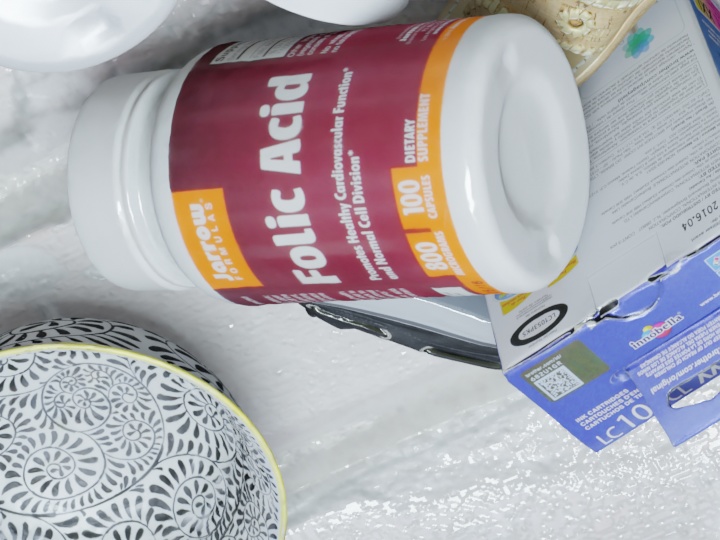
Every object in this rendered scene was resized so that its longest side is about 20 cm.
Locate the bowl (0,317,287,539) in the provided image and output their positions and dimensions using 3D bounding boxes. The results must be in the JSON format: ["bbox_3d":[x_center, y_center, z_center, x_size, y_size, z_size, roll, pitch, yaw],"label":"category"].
[{"bbox_3d":[-0.135,0.091,1.152,0.200,0.094,0.201,0,123,-1],"label":"bowl"}]

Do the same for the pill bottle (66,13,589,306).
[{"bbox_3d":[-0.016,-0.043,0.987,0.200,0.114,0.114,-3,127,30],"label":"pill bottle"}]

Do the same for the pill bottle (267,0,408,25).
[{"bbox_3d":[0.010,-0.206,0.940,0.120,0.120,0.200,16,123,-11],"label":"pill bottle"}]

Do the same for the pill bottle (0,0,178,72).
[{"bbox_3d":[-0.114,-0.171,0.913,0.114,0.200,0.114,0,124,0],"label":"pill bottle"}]

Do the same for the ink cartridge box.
[{"bbox_3d":[0.120,-0.019,1.012,0.136,0.200,0.076,-34,129,21],"label":"ink cartridge box"}]

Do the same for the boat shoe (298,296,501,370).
[{"bbox_3d":[0.000,0.000,1.113,0.200,0.070,0.066,15,146,-4],"label":"boat shoe"}]

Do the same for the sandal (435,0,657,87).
[{"bbox_3d":[0.098,-0.136,0.997,0.212,0.078,0.070,-29,156,18],"label":"sandal"}]
